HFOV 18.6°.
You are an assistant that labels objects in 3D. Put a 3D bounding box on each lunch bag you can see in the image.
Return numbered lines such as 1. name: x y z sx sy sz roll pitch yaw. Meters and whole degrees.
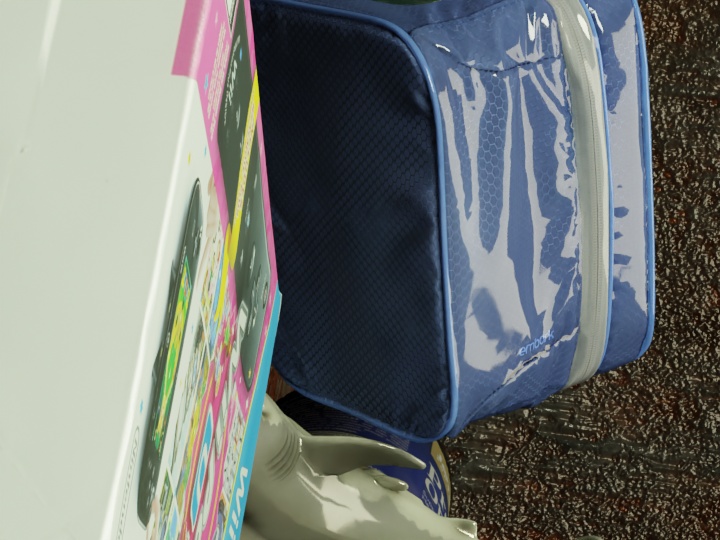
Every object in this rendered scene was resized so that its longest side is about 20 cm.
1. lunch bag: 0.040 -0.046 0.889 0.132 0.136 0.200 -20 117 -35

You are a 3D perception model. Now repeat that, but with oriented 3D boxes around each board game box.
1. board game box: -0.061 0.024 0.481 0.200 0.064 0.148 92 7 -65

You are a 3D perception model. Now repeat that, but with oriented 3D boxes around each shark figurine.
1. shark figurine: -0.006 0.117 0.916 0.090 0.214 0.128 -65 -161 -16

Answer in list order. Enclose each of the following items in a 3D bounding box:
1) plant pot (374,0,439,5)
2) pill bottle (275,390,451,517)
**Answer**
1. plant pot: 0.017 -0.154 0.559 0.134 0.200 0.200 -52 164 -21
2. pill bottle: -0.012 0.119 1.075 0.200 0.112 0.112 -69 166 -74
